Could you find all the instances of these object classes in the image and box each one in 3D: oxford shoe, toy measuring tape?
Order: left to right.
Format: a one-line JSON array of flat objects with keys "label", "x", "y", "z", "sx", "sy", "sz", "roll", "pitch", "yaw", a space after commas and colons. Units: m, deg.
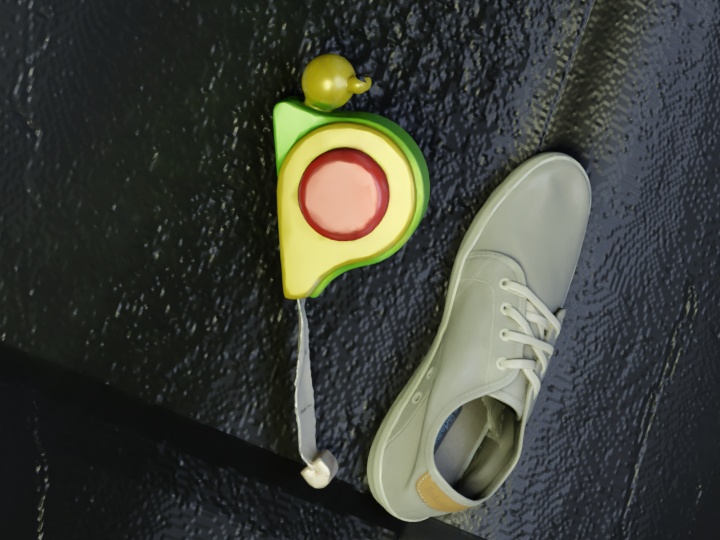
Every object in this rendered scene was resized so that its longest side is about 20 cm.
[{"label": "toy measuring tape", "x": 0.000, "y": 0.000, "z": 1.232, "sx": 0.073, "sy": 0.073, "sz": 0.201, "roll": -11, "pitch": 101, "yaw": -38}, {"label": "oxford shoe", "x": 0.071, "y": 0.035, "z": 1.310, "sx": 0.075, "sy": 0.058, "sz": 0.201, "roll": 37, "pitch": 72, "yaw": -34}]
